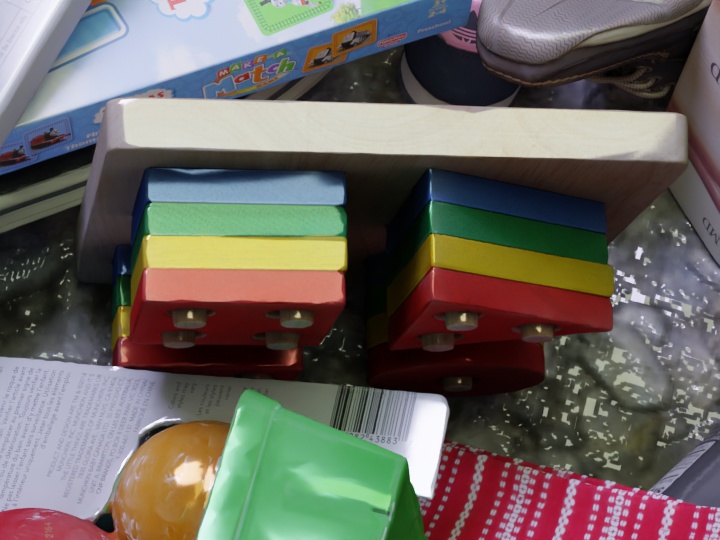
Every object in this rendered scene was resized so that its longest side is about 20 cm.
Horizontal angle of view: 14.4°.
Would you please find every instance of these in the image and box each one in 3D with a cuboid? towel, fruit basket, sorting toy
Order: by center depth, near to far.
[{"bbox_3d":[-0.081,0.115,0.977,0.199,0.094,0.186,1,53,20],"label":"fruit basket"},{"bbox_3d":[0.040,0.126,0.994,0.200,0.023,0.145,11,59,42],"label":"towel"},{"bbox_3d":[0.000,0.000,1.033,0.198,0.200,0.070,1,77,-9],"label":"sorting toy"}]

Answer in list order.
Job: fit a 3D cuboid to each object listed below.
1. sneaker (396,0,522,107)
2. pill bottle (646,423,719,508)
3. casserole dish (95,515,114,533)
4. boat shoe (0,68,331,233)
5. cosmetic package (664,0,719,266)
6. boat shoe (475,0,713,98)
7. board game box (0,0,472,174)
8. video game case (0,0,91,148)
[{"bbox_3d":[0.065,-0.159,1.191,0.070,0.082,0.201,12,60,-2],"label":"sneaker"},{"bbox_3d":[0.156,0.109,1.042,0.111,0.111,0.200,43,63,14],"label":"pill bottle"},{"bbox_3d":[-0.142,0.123,1.027,0.200,0.039,0.121,-33,72,-25],"label":"casserole dish"},{"bbox_3d":[-0.100,-0.064,1.112,0.199,0.075,0.062,-22,96,-16],"label":"boat shoe"},{"bbox_3d":[0.190,-0.075,1.099,0.087,0.200,0.104,-24,66,-20],"label":"cosmetic package"},{"bbox_3d":[0.119,-0.104,1.151,0.074,0.074,0.200,30,38,32],"label":"boat shoe"},{"bbox_3d":[-0.077,-0.134,1.086,0.199,0.037,0.152,-19,68,-14],"label":"board game box"},{"bbox_3d":[-0.194,-0.106,1.039,0.182,0.023,0.200,27,78,17],"label":"video game case"}]
